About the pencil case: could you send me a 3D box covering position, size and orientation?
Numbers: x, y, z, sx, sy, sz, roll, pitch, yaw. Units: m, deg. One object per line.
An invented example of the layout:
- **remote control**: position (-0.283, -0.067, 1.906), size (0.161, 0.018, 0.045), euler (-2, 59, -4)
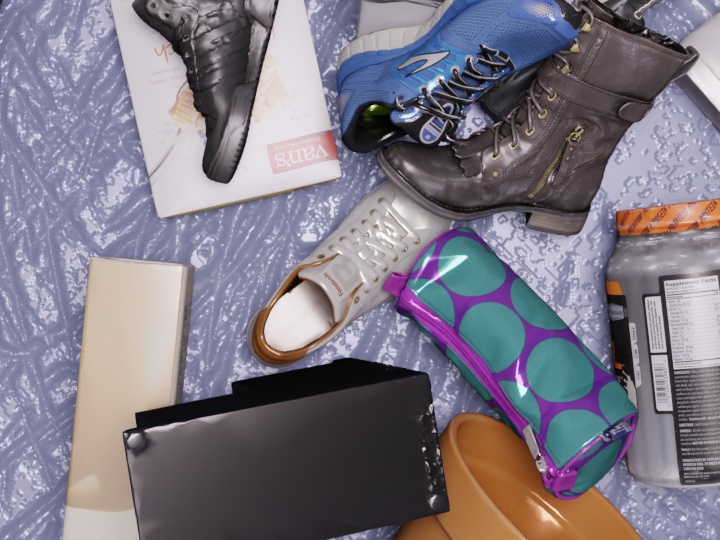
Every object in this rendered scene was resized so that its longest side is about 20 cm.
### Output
- **pencil case**: position (0.110, 0.065, 1.013), size (0.092, 0.085, 0.200), euler (-24, 63, -37)

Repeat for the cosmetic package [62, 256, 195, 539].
- **cosmetic package**: position (-0.166, 0.092, 1.020), size (0.070, 0.105, 0.202), euler (5, 89, -3)

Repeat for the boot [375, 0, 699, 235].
- **boot**: position (0.124, -0.118, 1.002), size (0.198, 0.069, 0.175), euler (8, 126, -26)

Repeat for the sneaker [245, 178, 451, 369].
- **sneaker**: position (0.000, 0.000, 1.037), size (0.073, 0.085, 0.200), euler (45, 84, -2)

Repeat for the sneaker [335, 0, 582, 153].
- **sneaker**: position (0.063, -0.126, 0.933), size (0.078, 0.199, 0.090), euler (29, 55, -37)

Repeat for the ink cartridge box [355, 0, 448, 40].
- **ink cartridge box**: position (0.049, -0.248, 0.961), size (0.084, 0.200, 0.147), euler (9, 61, -1)

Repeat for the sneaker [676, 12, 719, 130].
- **sneaker**: position (0.336, -0.125, 1.061), size (0.115, 0.074, 0.200), euler (-41, 92, 1)

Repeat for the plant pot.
- **plant pot**: position (0.101, 0.220, 1.002), size (0.200, 0.200, 0.140), euler (37, 104, -3)

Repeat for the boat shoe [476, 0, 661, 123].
- **boat shoe**: position (0.175, -0.169, 1.051), size (0.198, 0.075, 0.066), euler (-30, 95, -2)

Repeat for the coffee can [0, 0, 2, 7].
- **coffee can**: position (-0.337, -0.154, 0.984), size (0.145, 0.146, 0.202), euler (17, 90, -3)

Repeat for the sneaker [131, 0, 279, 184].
- **sneaker**: position (-0.116, -0.169, 1.002), size (0.103, 0.060, 0.202), euler (13, 85, -5)

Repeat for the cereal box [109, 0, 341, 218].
- **cereal box**: position (-0.103, -0.151, 1.051), size (0.143, 0.040, 0.202), euler (-13, 92, -3)

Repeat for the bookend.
- **bookend**: position (-0.068, 0.125, 0.957), size (0.198, 0.199, 0.093), euler (-10, 92, -16)

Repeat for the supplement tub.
- **supplement tub**: position (0.246, 0.050, 1.033), size (0.121, 0.123, 0.202), euler (-6, 91, -3)
